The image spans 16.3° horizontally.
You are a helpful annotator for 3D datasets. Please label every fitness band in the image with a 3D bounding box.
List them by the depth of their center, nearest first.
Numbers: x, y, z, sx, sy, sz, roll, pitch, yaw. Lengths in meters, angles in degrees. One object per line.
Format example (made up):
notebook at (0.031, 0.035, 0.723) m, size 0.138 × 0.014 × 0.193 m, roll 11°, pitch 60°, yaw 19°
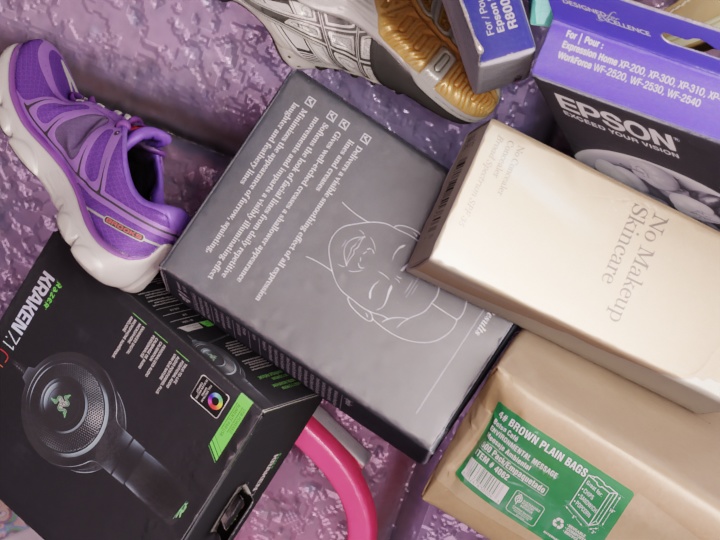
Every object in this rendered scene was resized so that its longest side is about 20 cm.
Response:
fitness band at (-0.076, 0.141, 1.671) m, size 0.200 × 0.037 × 0.144 m, roll 41°, pitch 113°, yaw 2°

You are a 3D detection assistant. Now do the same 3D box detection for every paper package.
paper package at (0.162, 0.118, 1.509) m, size 0.199 × 0.191 × 0.104 m, roll 32°, pitch 113°, yaw 6°

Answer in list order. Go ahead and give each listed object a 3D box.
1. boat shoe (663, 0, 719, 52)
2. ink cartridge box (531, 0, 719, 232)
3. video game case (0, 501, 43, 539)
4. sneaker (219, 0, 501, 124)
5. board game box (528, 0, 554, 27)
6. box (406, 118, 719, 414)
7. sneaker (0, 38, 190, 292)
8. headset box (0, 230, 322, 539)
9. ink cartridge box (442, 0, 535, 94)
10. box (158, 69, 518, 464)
boat shoe at (0.248, -0.189, 1.460) m, size 0.199 × 0.074 × 0.067 m, roll -29°, pitch 84°, yaw 21°
ink cartridge box at (0.194, -0.072, 1.365) m, size 0.197 × 0.200 × 0.044 m, roll 21°, pitch 73°, yaw 28°
video game case at (-0.316, 0.137, 1.746) m, size 0.181 × 0.024 × 0.201 m, roll -25°, pitch 98°, yaw 21°
sneaker at (-0.003, -0.150, 1.549) m, size 0.200 × 0.076 × 0.088 m, roll 39°, pitch 132°, yaw 2°
board game box at (0.128, -0.250, 1.423) m, size 0.045 × 0.152 × 0.202 m, roll 7°, pitch 109°, yaw 0°
box at (0.138, 0.000, 1.449) m, size 0.199 × 0.078 × 0.096 m, roll 24°, pitch 82°, yaw -6°
sneaker at (-0.161, -0.076, 1.577) m, size 0.083 × 0.081 × 0.201 m, roll -41°, pitch 58°, yaw 13°
headset box at (-0.144, 0.098, 1.611) m, size 0.200 × 0.093 × 0.175 m, roll 40°, pitch 110°, yaw 17°
ink cartridge box at (0.052, -0.206, 1.417) m, size 0.043 × 0.200 × 0.198 m, roll -18°, pitch 88°, yaw 0°
box at (0.000, 0.000, 1.536) m, size 0.199 × 0.107 × 0.149 m, roll 34°, pitch 82°, yaw 4°
